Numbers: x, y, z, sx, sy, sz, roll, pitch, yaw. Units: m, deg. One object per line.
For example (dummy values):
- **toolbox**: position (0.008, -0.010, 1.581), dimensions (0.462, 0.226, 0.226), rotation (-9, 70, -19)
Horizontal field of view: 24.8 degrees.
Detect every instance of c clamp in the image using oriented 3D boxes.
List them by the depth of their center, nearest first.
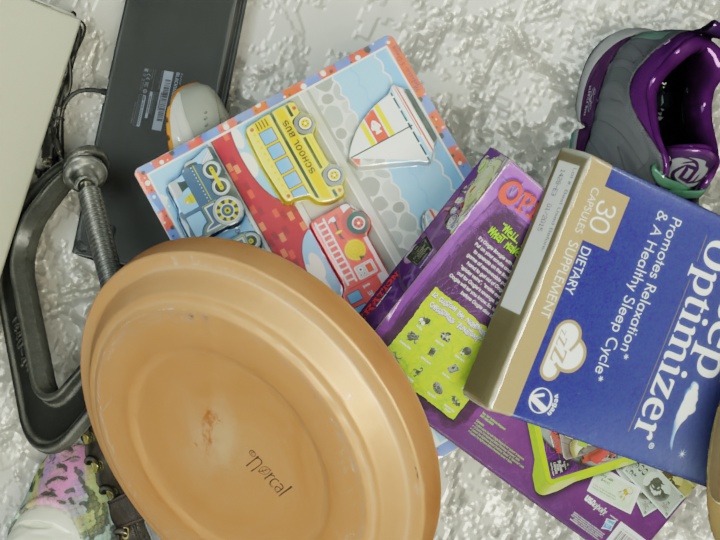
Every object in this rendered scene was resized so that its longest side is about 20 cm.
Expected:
- **c clamp**: position (-0.150, 0.008, 0.901), dimensions (0.171, 0.027, 0.200), rotation (-53, 43, 29)

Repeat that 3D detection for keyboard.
- **keyboard**: position (-0.135, -0.103, 0.970), dimensions (0.127, 0.021, 0.201), rotation (11, 87, 20)

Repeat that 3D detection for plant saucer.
- **plant saucer**: position (-0.055, 0.081, 0.771), dimensions (0.200, 0.032, 0.201), rotation (18, 126, 27)

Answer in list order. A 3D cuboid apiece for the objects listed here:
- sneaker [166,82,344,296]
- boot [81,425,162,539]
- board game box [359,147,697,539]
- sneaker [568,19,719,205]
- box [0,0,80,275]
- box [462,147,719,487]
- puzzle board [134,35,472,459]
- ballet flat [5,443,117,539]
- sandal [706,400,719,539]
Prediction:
- **sneaker**: position (-0.034, -0.014, 0.860), dimensions (0.092, 0.076, 0.201), rotation (-24, 82, -6)
- **boot**: position (-0.115, 0.157, 0.885), dimensions (0.199, 0.069, 0.175), rotation (-25, 79, 6)
- **board game box**: position (0.097, 0.047, 0.785), dimensions (0.120, 0.200, 0.032), rotation (-49, 26, 6)
- **sneaker**: position (0.135, -0.027, 0.815), dimensions (0.074, 0.087, 0.201), rotation (10, 86, -20)
- **box**: position (-0.246, -0.070, 0.961), dimensions (0.095, 0.078, 0.201), rotation (16, 89, 45)
- **box**: position (0.155, 0.035, 0.769), dimensions (0.032, 0.199, 0.122), rotation (25, 93, 62)
- **puzzle board**: position (0.000, 0.000, 0.812), dimensions (0.150, 0.017, 0.201), rotation (-29, 82, -6)
- **ballet flat**: position (-0.182, 0.198, 0.924), dimensions (0.069, 0.071, 0.201), rotation (5, 85, 28)
- **sandal**: position (0.228, 0.048, 0.756), dimensions (0.200, 0.080, 0.054), rotation (-44, 36, -18)
